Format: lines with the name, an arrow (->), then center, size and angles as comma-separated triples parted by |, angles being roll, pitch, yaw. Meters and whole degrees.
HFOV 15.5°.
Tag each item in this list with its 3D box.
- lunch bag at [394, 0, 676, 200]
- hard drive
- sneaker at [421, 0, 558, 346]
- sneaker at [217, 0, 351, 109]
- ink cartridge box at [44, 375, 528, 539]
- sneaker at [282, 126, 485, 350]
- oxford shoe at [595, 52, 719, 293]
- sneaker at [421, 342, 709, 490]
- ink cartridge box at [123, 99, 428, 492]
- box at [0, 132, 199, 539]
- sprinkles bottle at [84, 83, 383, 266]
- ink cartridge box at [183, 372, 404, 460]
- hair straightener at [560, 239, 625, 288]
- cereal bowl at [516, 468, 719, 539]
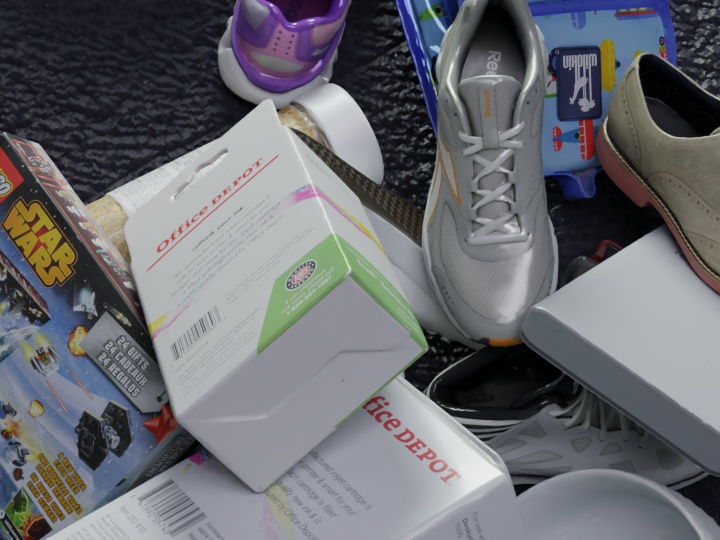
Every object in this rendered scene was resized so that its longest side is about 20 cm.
lunch bag -> 0.104, -0.138, 1.545 | 0.151, 0.094, 0.200 | -10, 88, -33
hard drive -> 0.188, 0.034, 1.441 | 0.132, 0.026, 0.200 | 35, 32, 18
sneaker -> 0.067, -0.061, 1.415 | 0.076, 0.092, 0.200 | -4, 74, 3
sneaker -> -0.027, -0.197, 1.553 | 0.080, 0.088, 0.200 | 15, 68, -3
ink cartridge box -> -0.033, 0.145, 1.307 | 0.200, 0.085, 0.145 | -30, 36, -15
sneaker -> 0.000, 0.000, 1.485 | 0.200, 0.073, 0.085 | 35, 108, -29
oxford shoe -> 0.207, -0.043, 1.459 | 0.070, 0.075, 0.200 | -32, 59, -31
sneaker -> 0.127, 0.081, 1.465 | 0.200, 0.115, 0.076 | -1, 71, -10
ink cartridge box -> -0.048, 0.007, 1.347 | 0.117, 0.200, 0.067 | -40, 121, 11
box -> -0.175, 0.045, 1.413 | 0.137, 0.040, 0.200 | -44, 66, 15
sprinkles bottle -> -0.086, -0.036, 1.496 | 0.200, 0.068, 0.068 | -27, 77, -17
ink cartridge box -> -0.047, 0.129, 1.437 | 0.148, 0.086, 0.200 | -1, 73, -9
hair straightener -> 0.194, 0.054, 1.483 | 0.200, 0.041, 0.077 | 37, 32, 20
cereal bowl -> 0.134, 0.209, 1.401 | 0.083, 0.200, 0.200 | 23, 62, -44
